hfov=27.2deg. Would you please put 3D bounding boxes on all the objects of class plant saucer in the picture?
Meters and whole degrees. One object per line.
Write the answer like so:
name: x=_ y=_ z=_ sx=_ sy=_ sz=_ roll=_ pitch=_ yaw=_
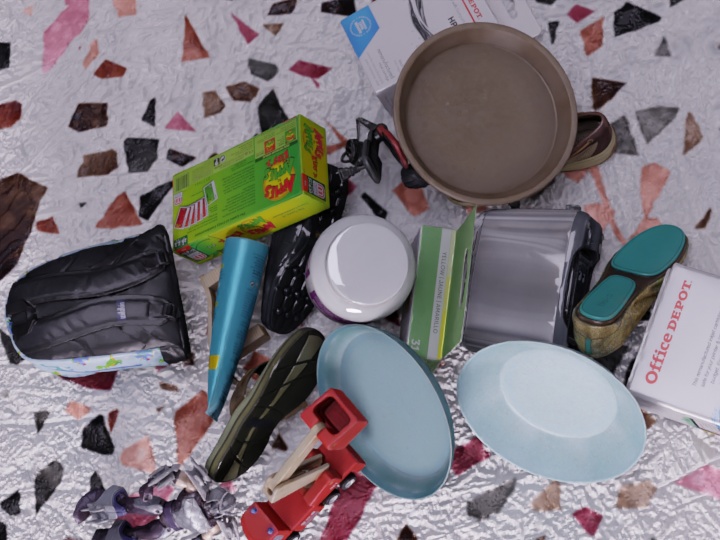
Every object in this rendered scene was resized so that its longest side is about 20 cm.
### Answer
plant saucer: x=0.197 y=0.134 z=1.510 sx=0.200 sy=0.202 sz=0.039 roll=12 pitch=44 yaw=20
plant saucer: x=0.030 y=0.145 z=1.561 sx=0.027 sy=0.201 sz=0.200 roll=-27 pitch=61 yaw=-36
plant saucer: x=0.131 y=-0.164 z=1.573 sx=0.199 sy=0.029 sz=0.201 roll=1 pitch=79 yaw=-8

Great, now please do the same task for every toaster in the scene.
toaster: x=0.175 y=0.025 z=1.570 sx=0.129 sy=0.114 sz=0.201 roll=8 pitch=86 yaw=22

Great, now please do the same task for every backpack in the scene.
backpack: x=-0.304 y=0.050 z=1.702 sx=0.199 sy=0.154 sz=0.164 roll=-11 pitch=76 yaw=-9

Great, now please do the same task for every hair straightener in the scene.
hair straightener: x=0.002 y=-0.134 z=1.643 sx=0.077 sy=0.200 sz=0.041 roll=-29 pitch=111 yaw=3

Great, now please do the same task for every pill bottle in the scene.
pill bottle: x=0.000 y=0.000 z=1.564 sx=0.112 sy=0.200 sz=0.113 roll=0 pitch=87 yaw=-5

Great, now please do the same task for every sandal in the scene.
sandal: x=-0.113 y=0.140 z=1.616 sx=0.201 sy=0.080 sz=0.057 roll=-53 pitch=53 yaw=8

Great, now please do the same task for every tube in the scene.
tube: x=-0.144 y=0.065 z=1.648 sx=0.050 sy=0.077 sz=0.201 roll=8 pitch=78 yaw=10

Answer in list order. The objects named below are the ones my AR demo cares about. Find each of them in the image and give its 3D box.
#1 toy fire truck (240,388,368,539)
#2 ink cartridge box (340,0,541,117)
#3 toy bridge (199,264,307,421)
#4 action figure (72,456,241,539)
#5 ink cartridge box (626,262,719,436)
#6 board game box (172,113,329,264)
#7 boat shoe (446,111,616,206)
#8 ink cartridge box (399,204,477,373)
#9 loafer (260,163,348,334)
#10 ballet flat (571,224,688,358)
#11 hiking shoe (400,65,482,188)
toy fire truck: x=-0.061 y=0.216 z=1.560 sx=0.200 sy=0.141 sz=0.049 roll=-46 pitch=67 yaw=7
ink cartridge box: x=0.092 y=-0.278 z=1.700 sx=0.199 sy=0.068 sz=0.116 roll=-29 pitch=63 yaw=7
toy bridge: x=-0.136 y=0.086 z=1.691 sx=0.067 sy=0.027 sz=0.200 roll=-34 pitch=69 yaw=6
action figure: x=-0.216 y=0.271 z=1.624 sx=0.199 sy=0.069 sz=0.131 roll=-14 pitch=106 yaw=26
ink cartridge box: x=0.388 y=0.096 z=1.499 sx=0.199 sy=0.084 sz=0.145 roll=19 pitch=80 yaw=21
board game box: x=-0.127 y=-0.090 z=1.684 sx=0.199 sy=0.048 sz=0.102 roll=-22 pitch=60 yaw=33
boat shoe: x=0.180 y=-0.128 z=1.633 sx=0.199 sy=0.072 sz=0.072 roll=-15 pitch=70 yaw=12
ink cartridge box: x=0.076 y=0.023 z=1.554 sx=0.048 sy=0.200 sz=0.146 roll=8 pitch=75 yaw=-2
loafer: x=-0.070 y=-0.026 z=1.690 sx=0.070 sy=0.068 sz=0.201 roll=12 pitch=83 yaw=56
ballet flat: x=0.279 y=0.024 z=1.547 sx=0.071 sy=0.071 sz=0.200 roll=28 pitch=46 yaw=22
hiking shoe: x=0.101 y=-0.170 z=1.627 sx=0.200 sy=0.076 sz=0.101 roll=-43 pitch=107 yaw=-27
